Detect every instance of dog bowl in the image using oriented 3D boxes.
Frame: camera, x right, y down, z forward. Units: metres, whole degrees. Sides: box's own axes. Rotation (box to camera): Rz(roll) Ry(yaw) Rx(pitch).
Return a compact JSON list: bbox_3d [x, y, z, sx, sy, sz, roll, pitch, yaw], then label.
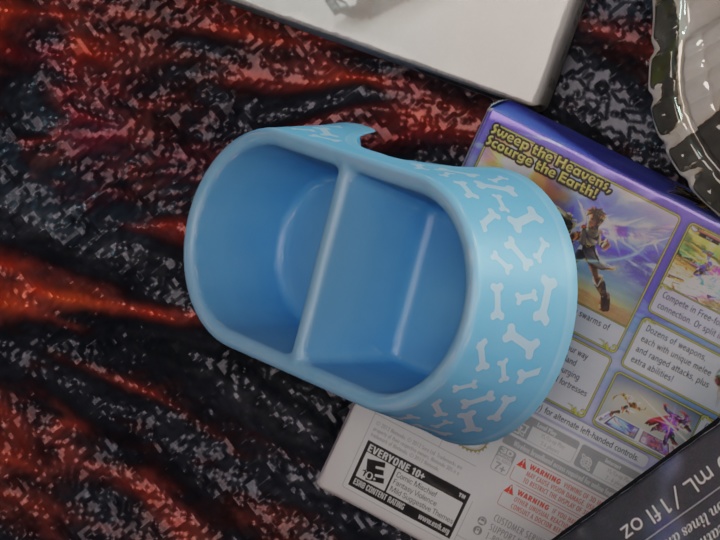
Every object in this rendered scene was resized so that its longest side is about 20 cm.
[{"bbox_3d":[0.000,0.000,0.919,0.199,0.049,0.112,21,98,46],"label":"dog bowl"}]

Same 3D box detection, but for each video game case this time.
[{"bbox_3d":[0.107,0.053,0.940,0.199,0.045,0.182,27,106,9],"label":"video game case"}]

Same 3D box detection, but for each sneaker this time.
[{"bbox_3d":[0.156,-0.108,0.920,0.074,0.084,0.201,-21,73,28],"label":"sneaker"}]

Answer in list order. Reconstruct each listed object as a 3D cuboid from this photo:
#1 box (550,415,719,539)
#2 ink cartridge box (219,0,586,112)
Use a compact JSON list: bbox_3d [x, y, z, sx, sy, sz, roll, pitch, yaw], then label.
[{"bbox_3d":[0.159,0.164,0.850,0.148,0.107,0.201,-39,78,17],"label":"box"},{"bbox_3d":[0.016,-0.183,0.981,0.199,0.044,0.175,20,93,9],"label":"ink cartridge box"}]
